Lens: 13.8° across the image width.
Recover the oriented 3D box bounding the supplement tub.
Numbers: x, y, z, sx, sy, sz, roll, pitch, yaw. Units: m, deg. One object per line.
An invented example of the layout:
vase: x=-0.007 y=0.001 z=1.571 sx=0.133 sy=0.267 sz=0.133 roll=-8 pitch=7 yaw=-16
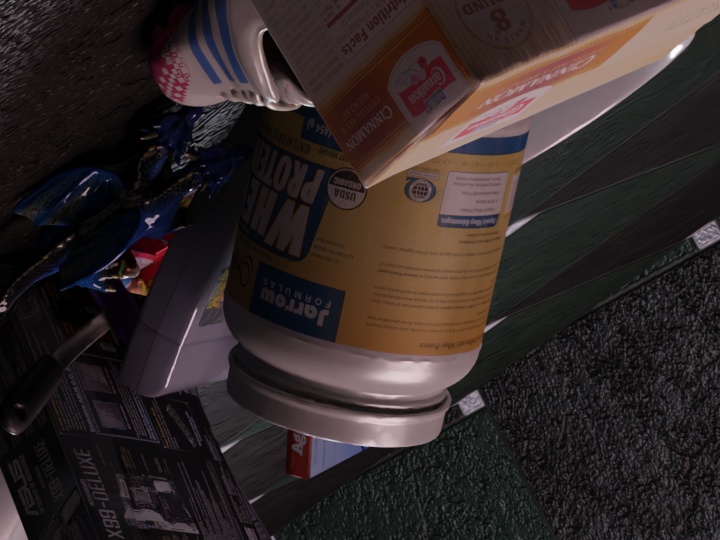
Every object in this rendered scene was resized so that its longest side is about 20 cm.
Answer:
supplement tub: x=0.006 y=-0.019 z=1.617 sx=0.145 sy=0.144 sz=0.201 roll=-16 pitch=121 yaw=-62

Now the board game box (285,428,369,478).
board game box: x=-0.005 y=0.013 z=1.749 sx=0.019 sy=0.201 sz=0.103 roll=14 pitch=-160 yaw=30

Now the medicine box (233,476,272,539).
medicine box: x=-0.194 y=0.182 z=2.200 sx=0.182 sy=0.200 sz=0.103 roll=-35 pitch=172 yaw=20

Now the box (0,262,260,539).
box: x=-0.146 y=0.098 z=1.731 sx=0.050 sy=0.200 sz=0.158 roll=-37 pitch=153 yaw=25

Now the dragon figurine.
dragon figurine: x=-0.147 y=-0.024 z=1.621 sx=0.200 sy=0.059 sz=0.099 roll=-32 pitch=172 yaw=4

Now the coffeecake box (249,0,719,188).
coffeecake box: x=0.019 y=-0.147 z=0.972 sx=0.153 sy=0.200 sz=0.073 roll=-25 pitch=170 yaw=-41

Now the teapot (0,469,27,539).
teapot: x=-0.258 y=0.120 z=1.823 sx=0.198 sy=0.146 sz=0.200 roll=-59 pitch=173 yaw=-38

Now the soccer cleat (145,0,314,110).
soccer cleat: x=-0.050 y=-0.102 z=1.409 sx=0.070 sy=0.086 sz=0.200 roll=-29 pitch=172 yaw=-19

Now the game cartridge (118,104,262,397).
game cartridge: x=-0.068 y=-0.019 z=1.728 sx=0.200 sy=0.041 sz=0.133 roll=-63 pitch=160 yaw=14

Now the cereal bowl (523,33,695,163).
cereal bowl: x=0.102 y=-0.127 z=1.842 sx=0.200 sy=0.083 sz=0.200 roll=-31 pitch=172 yaw=-5

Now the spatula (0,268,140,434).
spatula: x=-0.163 y=0.046 z=1.685 sx=0.021 sy=0.057 sz=0.200 roll=-28 pitch=-167 yaw=28

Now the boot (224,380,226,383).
boot: x=-0.099 y=0.050 z=2.280 sx=0.090 sy=0.073 sz=0.200 roll=-19 pitch=160 yaw=-24

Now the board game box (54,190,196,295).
board game box: x=-0.147 y=0.002 z=1.845 sx=0.200 sy=0.039 sz=0.158 roll=-26 pitch=171 yaw=-37
